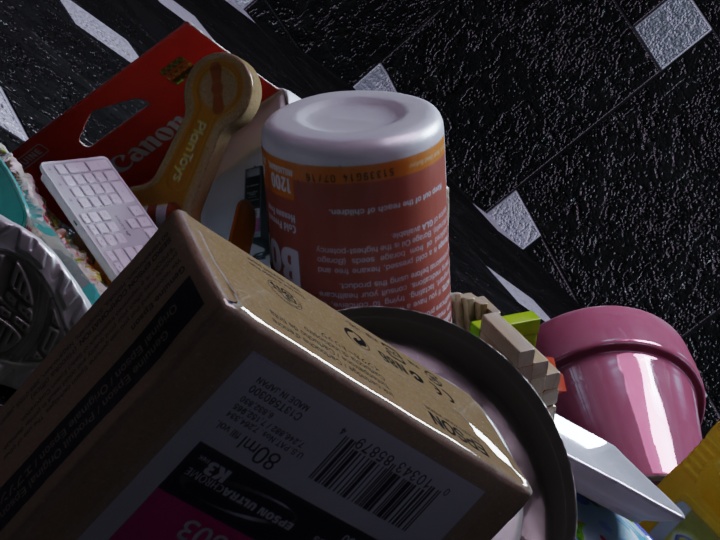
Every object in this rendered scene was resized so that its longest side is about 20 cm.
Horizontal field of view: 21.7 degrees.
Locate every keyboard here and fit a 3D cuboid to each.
[{"bbox_3d":[-0.111,0.012,1.067,0.056,0.011,0.201,-16,63,-49],"label":"keyboard"}]

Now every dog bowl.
[{"bbox_3d":[0.013,0.122,0.991,0.200,0.200,0.059,40,-33,2],"label":"dog bowl"}]

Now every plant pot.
[{"bbox_3d":[0.224,0.162,1.669,0.199,0.200,0.180,34,25,-33],"label":"plant pot"}]

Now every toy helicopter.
[{"bbox_3d":[-0.107,-0.032,1.128,0.132,0.201,0.079,27,4,25],"label":"toy helicopter"}]

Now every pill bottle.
[{"bbox_3d":[0.000,0.000,1.154,0.111,0.202,0.112,-3,22,1],"label":"pill bottle"}]

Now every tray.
[{"bbox_3d":[0.139,0.121,1.229,0.107,0.022,0.200,29,4,-9],"label":"tray"}]

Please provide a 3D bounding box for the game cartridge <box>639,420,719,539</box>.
[{"bbox_3d":[0.237,0.230,1.286,0.032,0.200,0.176,32,11,-49],"label":"game cartridge"}]

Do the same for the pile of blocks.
[{"bbox_3d":[0.077,0.050,1.219,0.062,0.083,0.200,-9,7,-26],"label":"pile of blocks"}]

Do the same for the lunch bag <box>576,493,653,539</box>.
[{"bbox_3d":[0.106,0.179,1.232,0.201,0.127,0.170,55,15,25],"label":"lunch bag"}]

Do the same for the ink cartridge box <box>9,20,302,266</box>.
[{"bbox_3d":[-0.117,-0.055,1.223,0.173,0.199,0.044,32,38,-39],"label":"ink cartridge box"}]

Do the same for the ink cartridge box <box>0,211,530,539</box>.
[{"bbox_3d":[-0.051,0.094,0.806,0.199,0.165,0.075,33,15,-38],"label":"ink cartridge box"}]

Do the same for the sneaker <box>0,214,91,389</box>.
[{"bbox_3d":[-0.216,-0.014,1.001,0.200,0.078,0.099,40,5,-7],"label":"sneaker"}]

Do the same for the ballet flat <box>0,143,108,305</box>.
[{"bbox_3d":[-0.189,0.001,1.075,0.201,0.075,0.064,54,4,22],"label":"ballet flat"}]

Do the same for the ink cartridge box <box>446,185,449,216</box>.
[{"bbox_3d":[-0.055,-0.044,1.430,0.164,0.076,0.199,-7,16,-36],"label":"ink cartridge box"}]
